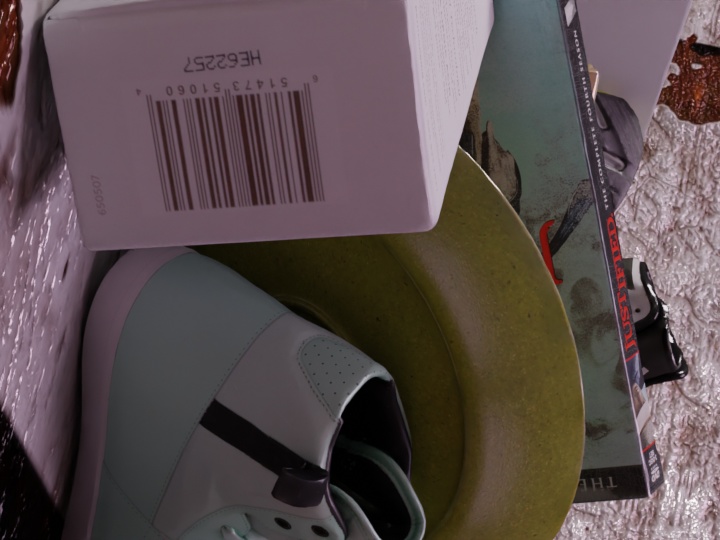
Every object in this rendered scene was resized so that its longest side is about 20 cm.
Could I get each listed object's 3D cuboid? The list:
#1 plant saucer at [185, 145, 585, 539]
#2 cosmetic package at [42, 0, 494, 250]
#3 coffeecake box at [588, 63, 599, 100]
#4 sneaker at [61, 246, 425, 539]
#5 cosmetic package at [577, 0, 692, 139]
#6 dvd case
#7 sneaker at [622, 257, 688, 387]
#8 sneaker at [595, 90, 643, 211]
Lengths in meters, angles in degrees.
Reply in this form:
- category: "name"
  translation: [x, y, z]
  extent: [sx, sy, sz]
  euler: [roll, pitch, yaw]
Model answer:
- category: "plant saucer"
  translation: [-0.011, 0.030, 0.701]
  extent: [0.031, 0.200, 0.200]
  euler: [-27, 139, -42]
- category: "cosmetic package"
  translation: [-0.018, -0.076, 0.603]
  extent: [0.200, 0.101, 0.074]
  euler: [-74, 160, -65]
- category: "coffeecake box"
  translation: [0.000, 0.000, 0.809]
  extent: [0.073, 0.153, 0.201]
  euler: [-61, 164, -81]
- category: "sneaker"
  translation: [-0.039, 0.097, 0.689]
  extent: [0.074, 0.118, 0.201]
  euler: [-36, 141, -43]
- category: "cosmetic package"
  translation: [0.071, -0.194, 0.975]
  extent: [0.166, 0.167, 0.201]
  euler: [97, -3, -64]
- category: "dvd case"
  translation: [0.024, -0.008, 0.736]
  extent: [0.022, 0.146, 0.201]
  euler: [-31, 111, -63]
- category: "sneaker"
  translation: [0.080, 0.049, 0.919]
  extent: [0.201, 0.115, 0.076]
  euler: [-53, 124, -44]
- category: "sneaker"
  translation: [0.041, -0.034, 0.970]
  extent: [0.090, 0.200, 0.078]
  euler: [-118, -178, -79]
